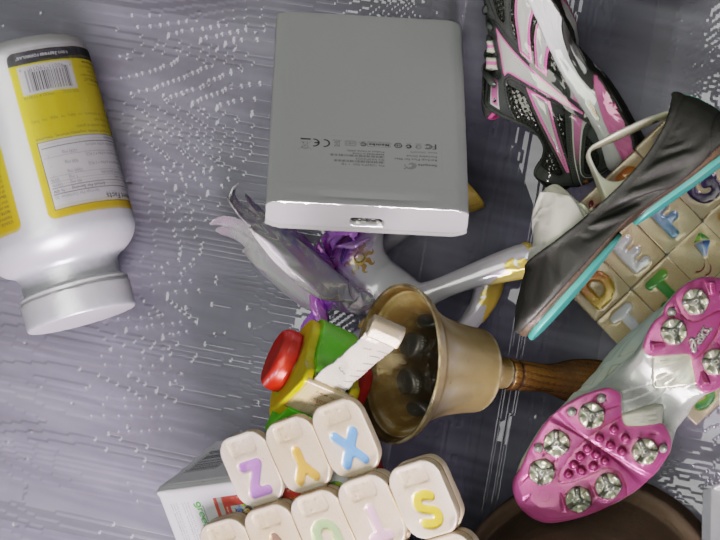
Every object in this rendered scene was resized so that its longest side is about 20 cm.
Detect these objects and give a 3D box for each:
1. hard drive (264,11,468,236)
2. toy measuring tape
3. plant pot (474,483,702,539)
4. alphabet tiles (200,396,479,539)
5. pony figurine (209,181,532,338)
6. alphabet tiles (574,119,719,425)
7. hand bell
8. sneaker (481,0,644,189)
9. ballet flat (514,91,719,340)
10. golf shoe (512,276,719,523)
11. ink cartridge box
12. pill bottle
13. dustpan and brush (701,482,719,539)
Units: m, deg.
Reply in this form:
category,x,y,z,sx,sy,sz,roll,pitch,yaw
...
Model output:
category,x,y,z,sx,sy,sz,roll,pitch,yaw
hard drive,0.005,-0.102,1.462,0.131,0.200,0.026,3,133,-2
toy measuring tape,-0.014,0.052,1.377,0.073,0.200,0.074,10,63,-19
plant pot,0.142,0.235,1.423,0.199,0.175,0.201,-1,87,15
alphabet tiles,-0.012,0.184,1.376,0.200,0.015,0.196,-20,94,34
pony figurine,0.000,0.000,1.492,0.200,0.167,0.193,-39,88,-4
alphabet tiles,0.242,0.001,1.466,0.166,0.006,0.200,-44,93,10
hand bell,0.107,0.069,1.448,0.104,0.199,0.105,-16,71,58
sneaker,0.113,-0.144,1.492,0.086,0.080,0.200,-31,80,13
ballet flat,0.160,-0.042,1.427,0.200,0.068,0.068,-42,83,-8
golf shoe,0.178,0.089,1.425,0.200,0.092,0.075,-43,91,-3
ink cartridge box,-0.017,0.211,1.457,0.175,0.084,0.201,-11,105,33
pill bottle,-0.226,-0.061,1.559,0.112,0.112,0.201,-17,84,13
dustpan and brush,0.324,0.216,1.425,0.199,0.140,0.057,22,139,-16
